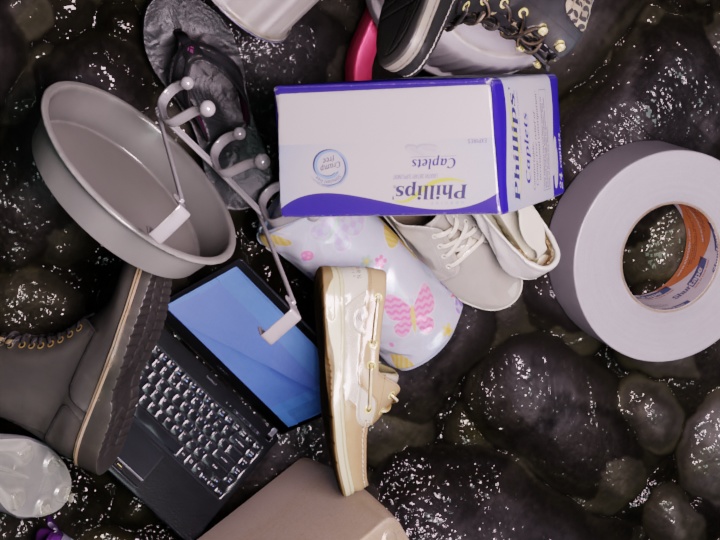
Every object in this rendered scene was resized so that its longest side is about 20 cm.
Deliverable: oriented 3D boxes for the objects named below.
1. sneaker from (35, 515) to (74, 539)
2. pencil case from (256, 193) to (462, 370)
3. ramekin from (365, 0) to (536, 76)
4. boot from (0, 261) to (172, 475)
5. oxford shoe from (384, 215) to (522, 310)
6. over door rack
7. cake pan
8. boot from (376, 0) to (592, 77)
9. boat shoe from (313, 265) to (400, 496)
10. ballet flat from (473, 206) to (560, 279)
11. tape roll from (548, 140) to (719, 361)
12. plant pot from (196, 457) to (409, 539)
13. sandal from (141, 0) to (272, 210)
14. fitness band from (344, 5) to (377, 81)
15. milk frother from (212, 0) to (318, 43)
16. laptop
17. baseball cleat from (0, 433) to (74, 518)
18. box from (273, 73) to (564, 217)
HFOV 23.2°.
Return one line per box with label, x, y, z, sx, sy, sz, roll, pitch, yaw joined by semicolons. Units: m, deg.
sneaker;-0.315;0.307;1.523;0.200;0.074;0.088;-48;116;-14
pencil case;0.000;0.000;1.554;0.091;0.083;0.200;-44;112;5
ramekin;0.108;-0.260;1.485;0.198;0.105;0.202;-2;97;-18
boot;-0.246;0.053;1.464;0.137;0.077;0.201;22;96;13
oxford shoe;0.078;-0.031;1.588;0.075;0.058;0.200;-47;114;-8
over door rack;-0.098;-0.057;1.409;0.066;0.201;0.148;-34;123;20
cake pan;-0.188;-0.070;1.423;0.200;0.201;0.037;37;111;-22
boot;0.102;-0.200;1.366;0.153;0.073;0.205;36;53;-22
boat shoe;0.000;0.094;1.486;0.066;0.074;0.202;-5;106;-9
ballet flat;0.116;-0.075;1.544;0.069;0.069;0.201;-38;109;-7
tape roll;0.278;-0.019;1.653;0.199;0.066;0.202;-5;104;-19
plant pot;-0.030;0.299;1.520;0.199;0.177;0.201;-36;103;-27
sandal;-0.123;-0.145;1.497;0.075;0.048;0.202;-27;109;-10
fitness band;0.069;-0.204;1.558;0.143;0.037;0.201;25;92;-19
milk frother;-0.055;-0.329;1.443;0.188;0.200;0.180;-39;108;25
laptop;-0.128;0.117;1.524;0.177;0.103;0.200;46;75;-21
baseball cleat;-0.336;0.159;1.486;0.200;0.106;0.070;30;77;-51
box;0.052;-0.103;1.413;0.182;0.200;0.106;0;97;20
